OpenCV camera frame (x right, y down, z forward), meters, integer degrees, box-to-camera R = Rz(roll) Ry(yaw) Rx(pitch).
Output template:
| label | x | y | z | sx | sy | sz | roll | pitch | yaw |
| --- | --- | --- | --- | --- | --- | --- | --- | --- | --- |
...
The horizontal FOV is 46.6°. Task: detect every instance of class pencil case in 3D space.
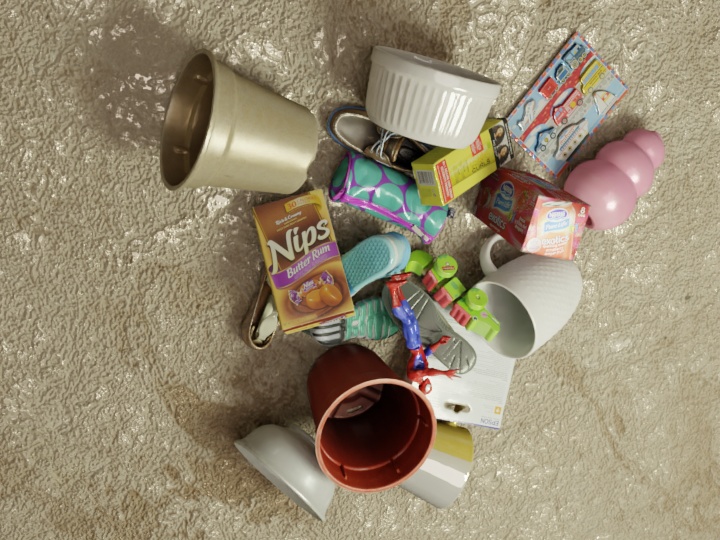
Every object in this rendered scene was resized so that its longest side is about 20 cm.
| label | x | y | z | sx | sy | sz | roll | pitch | yaw |
| --- | --- | --- | --- | --- | --- | --- | --- | --- | --- |
| pencil case | 0.048 | -0.115 | 1.346 | 0.199 | 0.093 | 0.085 | 22 | 141 | -21 |

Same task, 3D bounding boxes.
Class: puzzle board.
| label | x | y | z | sx | sy | sz | roll | pitch | yaw |
| --- | --- | --- | --- | --- | --- | --- | --- | --- | --- |
| puzzle board | 0.351 | -0.277 | 1.422 | 0.150 | 0.017 | 0.200 | 37 | 95 | -24 |

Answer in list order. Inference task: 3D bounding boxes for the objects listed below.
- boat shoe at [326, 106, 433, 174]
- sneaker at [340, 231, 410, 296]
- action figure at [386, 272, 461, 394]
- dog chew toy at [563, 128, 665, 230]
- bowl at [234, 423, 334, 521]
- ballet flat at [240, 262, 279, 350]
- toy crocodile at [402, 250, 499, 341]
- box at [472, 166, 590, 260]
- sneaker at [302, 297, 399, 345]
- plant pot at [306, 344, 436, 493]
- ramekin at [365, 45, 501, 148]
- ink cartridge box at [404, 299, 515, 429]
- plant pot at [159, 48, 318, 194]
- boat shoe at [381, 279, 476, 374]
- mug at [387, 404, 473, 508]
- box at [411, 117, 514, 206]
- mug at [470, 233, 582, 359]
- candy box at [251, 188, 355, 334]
| label | x | y | z | sx | sy | sz | roll | pitch | yaw |
| --- | --- | --- | --- | --- | --- | --- | --- | --- | --- |
| boat shoe | 0.043 | -0.204 | 1.322 | 0.199 | 0.072 | 0.073 | 18 | 102 | -22 |
| sneaker | 0.000 | 0.000 | 1.382 | 0.199 | 0.130 | 0.080 | -25 | 87 | 29 |
| action figure | 0.108 | 0.104 | 1.334 | 0.098 | 0.065 | 0.202 | -6 | 105 | 17 |
| dog chew toy | 0.444 | -0.165 | 1.438 | 0.200 | 0.124 | 0.125 | -45 | 115 | -7 |
| bowl | -0.111 | 0.323 | 1.409 | 0.090 | 0.201 | 0.201 | -48 | 116 | -18 |
| ballet flat | -0.136 | 0.041 | 1.356 | 0.068 | 0.067 | 0.201 | 16 | 103 | -20 |
| toy crocodile | 0.153 | 0.041 | 1.402 | 0.062 | 0.068 | 0.200 | -35 | 77 | -34 |
| box | 0.272 | -0.098 | 1.359 | 0.099 | 0.200 | 0.096 | 9 | 108 | -19 |
| sneaker | -0.019 | 0.077 | 1.413 | 0.199 | 0.087 | 0.075 | -2 | 101 | -41 |
| plant pot | 0.000 | 0.228 | 1.391 | 0.199 | 0.195 | 0.203 | -6 | 111 | -15 |
| ramekin | 0.101 | -0.258 | 1.254 | 0.198 | 0.200 | 0.106 | 9 | 110 | -19 |
| ink cartridge box | 0.180 | 0.167 | 1.486 | 0.195 | 0.043 | 0.202 | 14 | 89 | -21 |
| plant pot | -0.170 | -0.194 | 1.212 | 0.182 | 0.200 | 0.202 | 12 | 105 | -32 |
| boat shoe | 0.112 | 0.094 | 1.408 | 0.202 | 0.065 | 0.075 | 42 | 86 | -4 |
| mug | 0.103 | 0.313 | 1.503 | 0.152 | 0.188 | 0.150 | 23 | 142 | -14 |
| box | 0.166 | -0.177 | 1.334 | 0.199 | 0.050 | 0.076 | -33 | 118 | -36 |
| mug | 0.281 | 0.024 | 1.440 | 0.175 | 0.148 | 0.201 | -31 | 85 | -33 |
| candy box | -0.088 | -0.014 | 1.296 | 0.116 | 0.056 | 0.202 | -16 | 78 | -1 |
